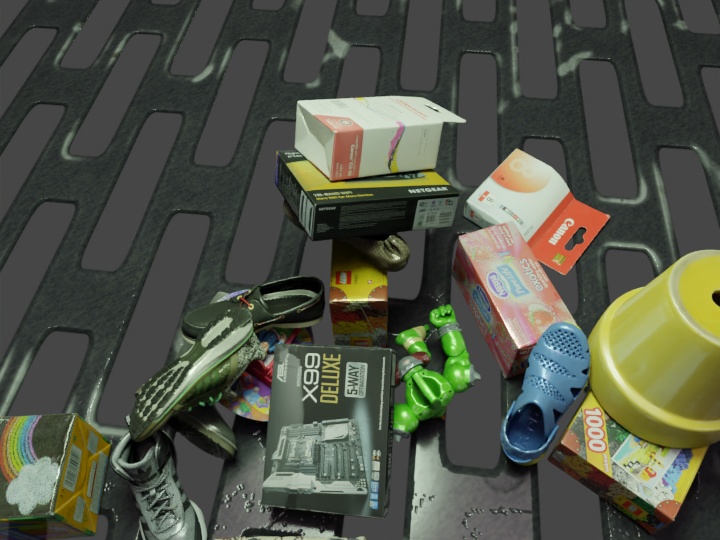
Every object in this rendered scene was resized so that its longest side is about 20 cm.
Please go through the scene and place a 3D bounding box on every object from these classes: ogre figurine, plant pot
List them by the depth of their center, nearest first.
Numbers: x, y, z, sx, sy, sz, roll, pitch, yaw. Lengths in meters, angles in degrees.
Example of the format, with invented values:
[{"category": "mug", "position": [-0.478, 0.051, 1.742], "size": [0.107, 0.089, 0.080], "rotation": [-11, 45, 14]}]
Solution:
[{"category": "plant pot", "position": [0.390, 0.081, 0.705], "size": [0.199, 0.190, 0.202], "rotation": [-1, 55, 1]}, {"category": "ogre figurine", "position": [0.072, 0.148, 0.817], "size": [0.199, 0.099, 0.120], "rotation": [-25, 53, -20]}]

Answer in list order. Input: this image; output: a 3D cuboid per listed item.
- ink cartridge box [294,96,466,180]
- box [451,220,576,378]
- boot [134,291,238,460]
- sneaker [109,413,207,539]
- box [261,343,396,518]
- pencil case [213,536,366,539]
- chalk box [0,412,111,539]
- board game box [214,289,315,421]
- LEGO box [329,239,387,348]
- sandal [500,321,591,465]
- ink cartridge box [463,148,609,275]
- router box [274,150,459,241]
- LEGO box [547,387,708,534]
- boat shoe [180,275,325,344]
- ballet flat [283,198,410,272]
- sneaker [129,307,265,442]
[{"category": "ink cartridge box", "position": [0.027, -0.180, 0.792], "size": [0.198, 0.068, 0.117], "rotation": [-11, 37, -27]}, {"category": "box", "position": [0.220, 0.040, 0.884], "size": [0.094, 0.103, 0.201], "rotation": [-16, 58, -10]}, {"category": "boot", "position": [-0.194, 0.142, 0.853], "size": [0.181, 0.073, 0.200], "rotation": [32, 53, 12]}, {"category": "sneaker", "position": [-0.250, 0.272, 0.729], "size": [0.075, 0.114, 0.201], "rotation": [-23, 58, -14]}, {"category": "box", "position": [-0.037, 0.197, 0.759], "size": [0.156, 0.050, 0.202], "rotation": [2, 79, 12]}, {"category": "pencil case", "position": [-0.082, 0.354, 0.693], "size": [0.198, 0.090, 0.078], "rotation": [-1, 27, 0]}, {"category": "chalk box", "position": [-0.436, 0.259, 0.739], "size": [0.198, 0.124, 0.126], "rotation": [-3, 56, 0]}, {"category": "board game box", "position": [-0.127, 0.106, 0.839], "size": [0.157, 0.039, 0.202], "rotation": [1, 60, -28]}, {"category": "LEGO box", "position": [0.000, 0.000, 0.879], "size": [0.076, 0.149, 0.201], "rotation": [0, 55, 2]}, {"category": "sandal", "position": [0.230, 0.161, 0.750], "size": [0.079, 0.087, 0.202], "rotation": [21, 97, 25]}, {"category": "ink cartridge box", "position": [0.300, -0.104, 1.013], "size": [0.199, 0.050, 0.162], "rotation": [33, 63, 25]}, {"category": "router box", "position": [0.004, -0.107, 0.786], "size": [0.198, 0.053, 0.157], "rotation": [-8, 36, -24]}, {"category": "LEGO box", "position": [0.363, 0.205, 0.782], "size": [0.148, 0.077, 0.200], "rotation": [32, 62, 21]}, {"category": "boat shoe", "position": [-0.144, 0.050, 0.815], "size": [0.200, 0.063, 0.074], "rotation": [-10, 45, -19]}, {"category": "ballet flat", "position": [-0.020, -0.062, 0.793], "size": [0.199, 0.047, 0.067], "rotation": [31, 60, 22]}, {"category": "sneaker", "position": [-0.191, 0.142, 0.735], "size": [0.200, 0.089, 0.077], "rotation": [-44, 31, -16]}]
